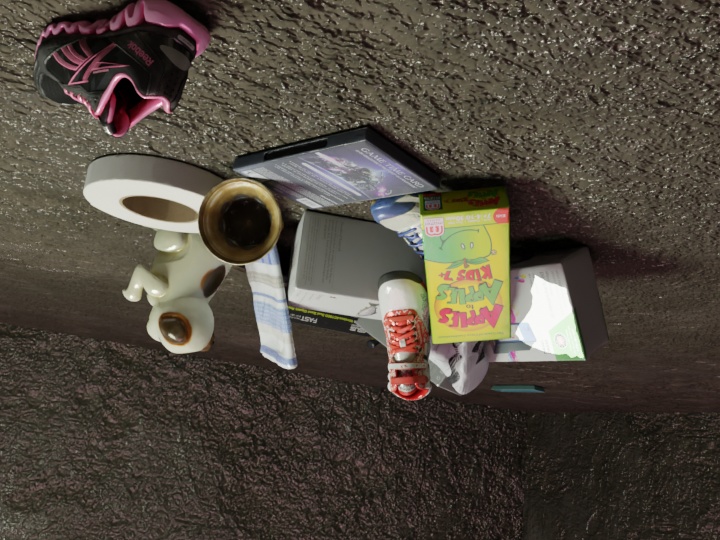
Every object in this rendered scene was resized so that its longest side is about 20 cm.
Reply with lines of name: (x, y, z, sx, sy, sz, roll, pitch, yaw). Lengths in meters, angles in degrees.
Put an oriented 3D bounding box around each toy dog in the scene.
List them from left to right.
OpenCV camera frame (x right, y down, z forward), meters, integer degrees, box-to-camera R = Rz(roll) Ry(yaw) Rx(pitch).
toy dog: (-0.266, 0.029, 1.122, 0.193, 0.201, 0.140, 5, 166, 9)

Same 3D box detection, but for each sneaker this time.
sneaker: (-0.213, -0.156, 0.604, 0.199, 0.096, 0.079, -3, 164, 37)
sneaker: (0.064, 0.096, 0.970, 0.067, 0.108, 0.202, -4, 142, 6)
sneaker: (0.101, -0.038, 0.925, 0.199, 0.089, 0.075, 16, 165, -26)
sneaker: (0.134, 0.081, 1.052, 0.115, 0.075, 0.201, 40, 144, 36)

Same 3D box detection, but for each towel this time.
towel: (-0.141, 0.046, 1.101, 0.024, 0.201, 0.147, -12, -172, -22)

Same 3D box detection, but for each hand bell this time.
hand bell: (-0.132, -0.061, 0.959, 0.104, 0.105, 0.200, 5, -178, 7)

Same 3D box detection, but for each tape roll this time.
tape roll: (-0.264, -0.098, 0.964, 0.202, 0.037, 0.203, 6, 166, 1)

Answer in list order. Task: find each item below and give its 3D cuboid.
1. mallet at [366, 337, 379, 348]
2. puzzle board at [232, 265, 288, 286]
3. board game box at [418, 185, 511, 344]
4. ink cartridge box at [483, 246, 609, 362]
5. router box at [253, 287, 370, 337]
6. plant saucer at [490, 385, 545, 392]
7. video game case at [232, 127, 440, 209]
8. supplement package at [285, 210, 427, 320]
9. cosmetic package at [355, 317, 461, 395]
mallet: (0.072, 0.101, 1.386, 0.200, 0.041, 0.066, -26, -164, -38)
puzzle board: (-0.128, 0.014, 1.267, 0.150, 0.017, 0.200, 17, -179, 39)
board game box: (0.130, -0.002, 0.884, 0.101, 0.048, 0.201, -5, 127, 6)
ink cartridge box: (0.242, 0.054, 1.065, 0.199, 0.146, 0.087, -7, -167, 45)
router box: (-0.089, 0.065, 1.371, 0.199, 0.062, 0.150, 13, -175, -25)
plant saucer: (0.578, 0.435, 2.659, 0.070, 0.019, 0.200, 18, 161, -38)
video game case: (-0.029, -0.112, 0.837, 0.199, 0.019, 0.143, -6, 161, 38)
supplement package: (0.000, 0.000, 1.055, 0.199, 0.118, 0.117, 9, 163, -11)
cosmetic package: (0.101, 0.118, 1.222, 0.200, 0.090, 0.107, 38, -175, 33)
